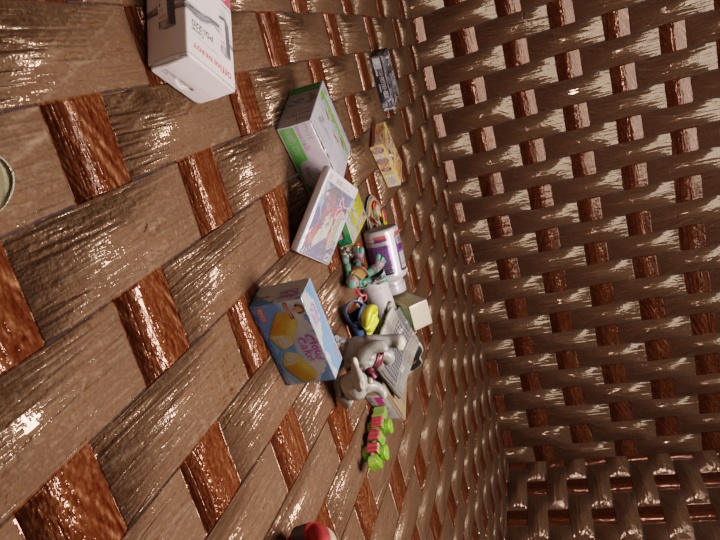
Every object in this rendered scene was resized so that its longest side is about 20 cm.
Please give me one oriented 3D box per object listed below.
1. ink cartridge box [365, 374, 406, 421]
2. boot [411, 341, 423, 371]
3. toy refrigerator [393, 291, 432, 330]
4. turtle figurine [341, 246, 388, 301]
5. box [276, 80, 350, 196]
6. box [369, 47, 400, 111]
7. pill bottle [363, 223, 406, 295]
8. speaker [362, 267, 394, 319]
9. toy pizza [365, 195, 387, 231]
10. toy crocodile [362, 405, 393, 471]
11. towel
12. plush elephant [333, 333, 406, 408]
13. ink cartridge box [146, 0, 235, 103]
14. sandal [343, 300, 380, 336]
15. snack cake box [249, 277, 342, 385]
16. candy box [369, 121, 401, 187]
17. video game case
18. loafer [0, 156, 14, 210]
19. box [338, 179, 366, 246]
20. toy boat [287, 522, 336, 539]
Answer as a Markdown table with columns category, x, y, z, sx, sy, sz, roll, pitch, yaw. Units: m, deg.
| category | x | y | z | sx | sy | sz | roll | pitch | yaw |
| --- | --- | --- | --- | --- | --- | --- | --- | --- | --- |
| ink cartridge box | 0.071 | 0.310 | 1.734 | 0.201 | 0.073 | 0.168 | 60 | 29 | -47 |
| boot | 0.127 | 0.218 | 1.875 | 0.146 | 0.071 | 0.201 | 55 | -9 | 23 |
| toy refrigerator | 0.134 | 0.118 | 1.860 | 0.199 | 0.069 | 0.078 | 19 | -52 | 66 |
| turtle figurine | 0.000 | 0.000 | 1.651 | 0.149 | 0.101 | 0.200 | 37 | 24 | 0 |
| box | -0.106 | -0.319 | 1.484 | 0.179 | 0.094 | 0.202 | -80 | 153 | -43 |
| box | 0.097 | -0.737 | 2.349 | 0.159 | 0.049 | 0.204 | -68 | 144 | -58 |
| pill bottle | 0.082 | -0.031 | 1.872 | 0.111 | 0.109 | 0.205 | -42 | 121 | -68 |
| speaker | 0.060 | 0.095 | 1.796 | 0.082 | 0.079 | 0.204 | -68 | 143 | -57 |
| toy pizza | 0.062 | -0.145 | 1.989 | 0.200 | 0.031 | 0.206 | -10 | 90 | -71 |
| toy crocodile | 0.043 | 0.437 | 1.602 | 0.202 | 0.066 | 0.063 | -77 | 150 | -48 |
| towel | 0.098 | 0.212 | 1.655 | 0.194 | 0.034 | 0.203 | 54 | 43 | -34 |
| plush elephant | 0.009 | 0.239 | 1.441 | 0.165 | 0.195 | 0.159 | 127 | -33 | -60 |
| ink cartridge box | -0.285 | -0.410 | 1.027 | 0.145 | 0.083 | 0.206 | 23 | 61 | -68 |
| sandal | 0.002 | 0.136 | 1.614 | 0.080 | 0.085 | 0.202 | -59 | 161 | -28 |
| snack cake box | -0.122 | 0.124 | 1.197 | 0.068 | 0.112 | 0.204 | -70 | 145 | -55 |
| candy box | 0.093 | -0.410 | 2.169 | 0.201 | 0.054 | 0.118 | 59 | 28 | -47 |
| video game case | -0.080 | -0.124 | 1.435 | 0.204 | 0.023 | 0.182 | -68 | 158 | 0 |
| loafer | -0.390 | -0.057 | 0.571 | 0.202 | 0.067 | 0.077 | -70 | 146 | -55 |
| box | -0.032 | -0.166 | 1.706 | 0.201 | 0.047 | 0.120 | -62 | 139 | -57 |
| toy boat | -0.119 | 0.535 | 1.045 | 0.129 | 0.130 | 0.204 | 27 | 48 | -29 |
